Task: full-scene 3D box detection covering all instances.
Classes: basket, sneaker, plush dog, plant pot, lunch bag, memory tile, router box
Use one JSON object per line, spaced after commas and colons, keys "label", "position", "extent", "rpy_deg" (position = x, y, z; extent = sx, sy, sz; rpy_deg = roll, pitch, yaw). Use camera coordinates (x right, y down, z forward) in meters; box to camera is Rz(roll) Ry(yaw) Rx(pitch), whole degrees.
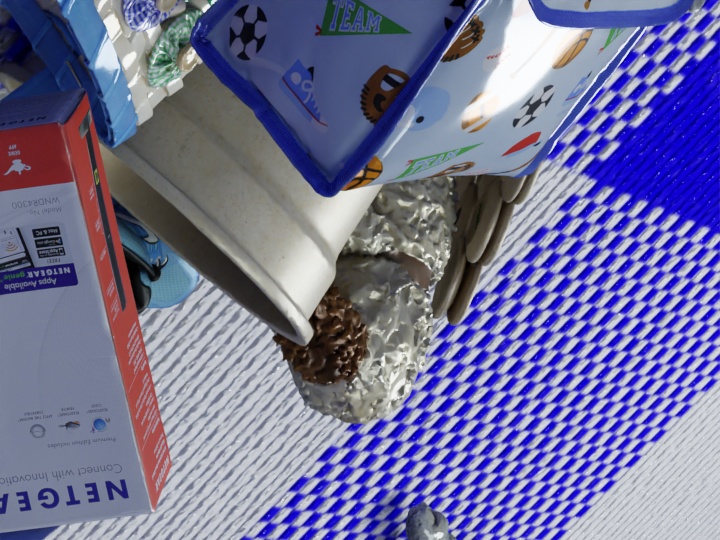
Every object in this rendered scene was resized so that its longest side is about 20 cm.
{"label": "basket", "position": [-0.149, -0.125, 1.201], "extent": [0.200, 0.139, 0.176], "rpy_deg": [-32, 155, -5]}
{"label": "sneaker", "position": [-0.141, -0.001, 1.479], "extent": [0.078, 0.090, 0.200], "rpy_deg": [-45, 156, 12]}
{"label": "plush dog", "position": [0.000, 0.000, 1.529], "extent": [0.160, 0.173, 0.200], "rpy_deg": [-2, 162, 15]}
{"label": "plant pot", "position": [-0.043, -0.098, 1.368], "extent": [0.184, 0.200, 0.201], "rpy_deg": [-49, 156, -7]}
{"label": "lunch bag", "position": [0.058, -0.133, 1.181], "extent": [0.200, 0.124, 0.170], "rpy_deg": [-52, 158, 25]}
{"label": "memory tile", "position": [0.081, -0.078, 1.596], "extent": [0.200, 0.017, 0.154], "rpy_deg": [-80, -169, -46]}
{"label": "router box", "position": [-0.196, 0.026, 1.194], "extent": [0.199, 0.180, 0.049], "rpy_deg": [-8, -160, 10]}

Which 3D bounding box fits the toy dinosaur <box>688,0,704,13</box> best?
{"label": "toy dinosaur", "position": [0.085, -0.192, 1.384], "extent": [0.102, 0.200, 0.077], "rpy_deg": [-47, -160, -13]}

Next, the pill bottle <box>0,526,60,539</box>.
{"label": "pill bottle", "position": [-0.180, 0.083, 1.464], "extent": [0.111, 0.111, 0.200], "rpy_deg": [-26, 174, -27]}

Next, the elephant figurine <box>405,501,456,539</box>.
{"label": "elephant figurine", "position": [0.048, 0.272, 2.190], "extent": [0.141, 0.156, 0.200], "rpy_deg": [-4, 165, 38]}
